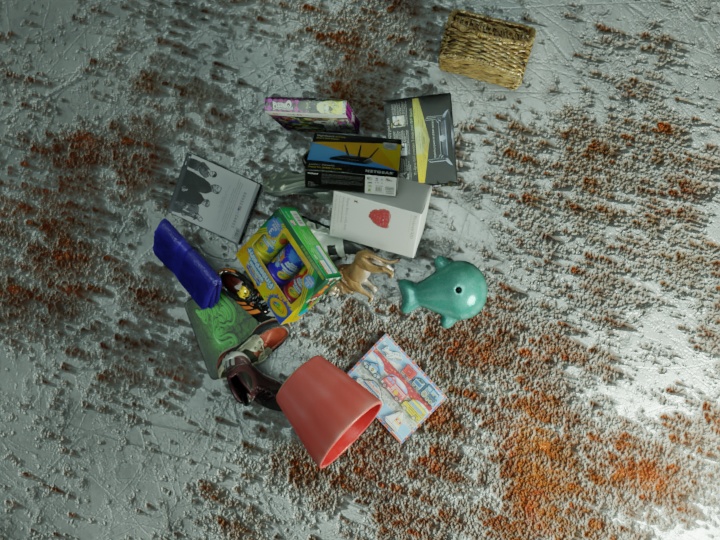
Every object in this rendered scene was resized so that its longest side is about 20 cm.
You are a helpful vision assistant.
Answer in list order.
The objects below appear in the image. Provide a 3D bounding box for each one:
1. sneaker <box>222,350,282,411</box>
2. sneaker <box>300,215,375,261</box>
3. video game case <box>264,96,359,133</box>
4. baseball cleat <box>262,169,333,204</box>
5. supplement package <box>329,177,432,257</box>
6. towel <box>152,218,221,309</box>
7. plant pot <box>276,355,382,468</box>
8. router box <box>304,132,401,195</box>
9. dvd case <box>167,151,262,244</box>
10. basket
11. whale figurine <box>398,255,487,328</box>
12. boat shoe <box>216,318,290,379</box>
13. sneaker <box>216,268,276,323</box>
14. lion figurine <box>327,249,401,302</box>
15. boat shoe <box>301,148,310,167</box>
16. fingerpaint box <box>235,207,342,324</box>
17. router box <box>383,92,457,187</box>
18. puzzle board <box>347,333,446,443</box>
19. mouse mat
[{"bbox_3d":[-0.232,0.276,1.628,0.075,0.116,0.200,-41,116,13],"label":"sneaker"},{"bbox_3d":[-0.062,-0.051,1.679,0.197,0.074,0.090,21,97,16],"label":"sneaker"},{"bbox_3d":[-0.102,-0.341,1.628,0.177,0.200,0.037,5,90,7],"label":"video game case"},{"bbox_3d":[-0.131,-0.185,1.691,0.197,0.107,0.071,-3,54,35],"label":"baseball cleat"},{"bbox_3d":[0.044,-0.132,1.616,0.196,0.121,0.123,15,130,9],"label":"supplement package"},{"bbox_3d":[-0.400,-0.008,1.685,0.200,0.148,0.049,45,62,9],"label":"towel"},{"bbox_3d":[-0.079,0.299,1.613,0.177,0.200,0.201,43,94,16],"label":"plant pot"},{"bbox_3d":[-0.013,-0.231,1.582,0.196,0.151,0.052,5,132,3],"label":"router box"},{"bbox_3d":[-0.345,-0.170,1.734,0.197,0.025,0.153,24,98,9],"label":"dvd case"},{"bbox_3d":[0.278,-0.505,1.609,0.196,0.143,0.152,18,91,8],"label":"basket"},{"bbox_3d":[0.181,0.047,1.620,0.196,0.104,0.163,-5,87,8],"label":"whale figurine"},{"bbox_3d":[-0.243,0.181,1.679,0.198,0.063,0.072,-31,116,8],"label":"boat shoe"},{"bbox_3d":[-0.250,0.064,1.682,0.199,0.090,0.071,36,88,5],"label":"sneaker"},{"bbox_3d":[0.000,0.000,1.631,0.122,0.073,0.201,35,132,-4],"label":"lion figurine"},{"bbox_3d":[-0.036,-0.260,1.684,0.197,0.061,0.073,-9,86,8],"label":"boat shoe"},{"bbox_3d":[-0.164,-0.011,1.648,0.167,0.073,0.202,-42,74,25],"label":"fingerpaint box"},{"bbox_3d":[0.137,-0.288,1.665,0.154,0.052,0.205,-4,87,8],"label":"router box"},{"bbox_3d":[0.075,0.268,1.670,0.151,0.017,0.200,-45,82,4],"label":"puzzle board"},{"bbox_3d":[-0.316,0.139,1.736,0.158,0.008,0.203,-23,84,7],"label":"mouse mat"}]
